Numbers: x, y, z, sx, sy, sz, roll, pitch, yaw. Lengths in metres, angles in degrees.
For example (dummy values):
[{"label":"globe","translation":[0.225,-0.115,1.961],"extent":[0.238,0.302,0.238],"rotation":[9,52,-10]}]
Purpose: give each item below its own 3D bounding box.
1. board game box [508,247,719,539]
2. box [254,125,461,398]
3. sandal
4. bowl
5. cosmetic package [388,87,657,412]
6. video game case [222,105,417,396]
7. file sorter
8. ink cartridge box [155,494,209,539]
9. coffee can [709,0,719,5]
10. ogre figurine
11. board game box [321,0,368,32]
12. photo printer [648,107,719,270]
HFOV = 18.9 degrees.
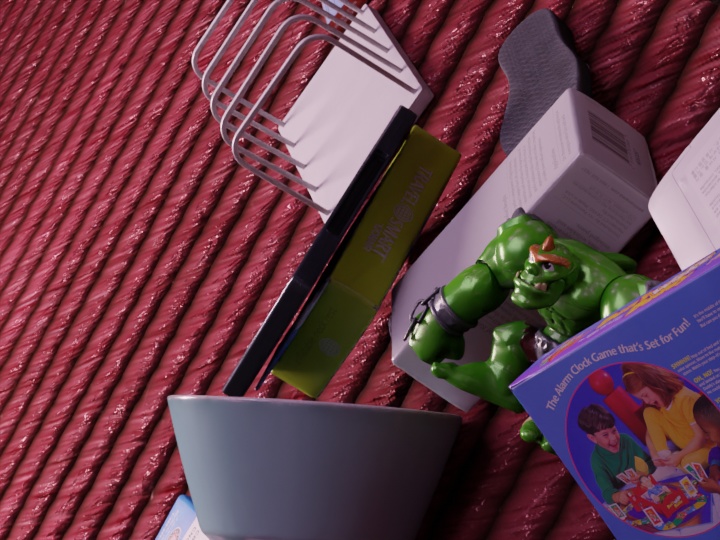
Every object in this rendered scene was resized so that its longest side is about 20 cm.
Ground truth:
[{"label":"board game box","translation":[0.191,0.068,1.145],"extent":[0.200,0.135,0.045],"rotation":[-34,2,42]},{"label":"box","translation":[0.000,0.000,1.560],"extent":[0.200,0.047,0.122],"rotation":[-60,2,-42]},{"label":"sandal","translation":[0.140,-0.128,1.551],"extent":[0.076,0.043,0.201],"rotation":[-40,23,24]},{"label":"bowl","translation":[-0.033,0.142,1.448],"extent":[0.200,0.199,0.106],"rotation":[-6,79,59]},{"label":"cosmetic package","translation":[0.106,-0.013,1.439],"extent":[0.200,0.074,0.102],"rotation":[-50,18,25]},{"label":"video game case","translation":[-0.028,-0.013,1.542],"extent":[0.143,0.019,0.200],"rotation":[-57,3,47]},{"label":"file sorter","translation":[-0.049,-0.157,1.816],"extent":[0.139,0.124,0.200],"rotation":[-54,27,15]},{"label":"ink cartridge box","translation":[-0.098,0.264,1.530],"extent":[0.147,0.084,0.200],"rotation":[-61,25,-1]},{"label":"coffee can","translation":[0.251,-0.291,1.378],"extent":[0.200,0.146,0.147],"rotation":[-50,28,22]},{"label":"ogre figurine","translation":[0.118,0.038,1.330],"extent":[0.121,0.098,0.200],"rotation":[-66,28,7]},{"label":"board game box","translation":[-0.007,-0.309,2.008],"extent":[0.103,0.019,0.201],"rotation":[-50,28,24]},{"label":"photo printer","translation":[0.253,-0.031,1.206],"extent":[0.167,0.069,0.200],"rotation":[-52,28,20]}]
